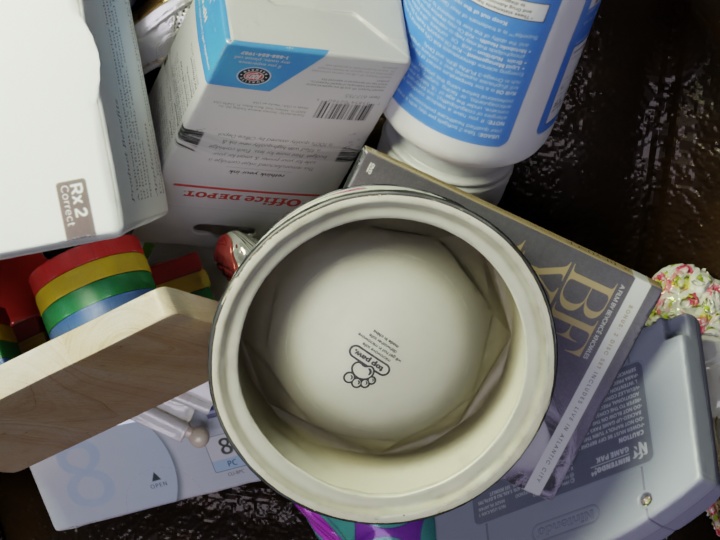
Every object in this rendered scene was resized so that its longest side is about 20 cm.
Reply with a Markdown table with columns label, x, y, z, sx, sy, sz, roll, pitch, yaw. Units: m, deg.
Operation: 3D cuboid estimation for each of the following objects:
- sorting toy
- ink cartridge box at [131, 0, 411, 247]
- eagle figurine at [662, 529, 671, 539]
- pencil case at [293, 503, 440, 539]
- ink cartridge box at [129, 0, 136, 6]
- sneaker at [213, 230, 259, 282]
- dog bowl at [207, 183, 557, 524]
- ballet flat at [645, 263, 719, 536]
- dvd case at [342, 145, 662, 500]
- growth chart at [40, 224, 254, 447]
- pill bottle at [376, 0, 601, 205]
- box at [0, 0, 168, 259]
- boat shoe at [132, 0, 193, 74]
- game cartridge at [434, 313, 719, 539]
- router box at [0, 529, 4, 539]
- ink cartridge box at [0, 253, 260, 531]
| label | x | y | z | sx | sy | sz | roll | pitch | yaw |
| --- | --- | --- | --- | --- | --- | --- | --- | --- | --- |
| sorting toy | -0.173 | 0.046 | 1.693 | 0.198 | 0.200 | 0.070 | -26 | 77 | 13 |
| ink cartridge box | -0.060 | -0.094 | 1.680 | 0.115 | 0.068 | 0.200 | 5 | 145 | -22 |
| eagle figurine | 0.167 | 0.218 | 1.806 | 0.151 | 0.151 | 0.201 | -12 | 123 | 25 |
| pencil case | 0.032 | 0.203 | 1.809 | 0.201 | 0.092 | 0.085 | 61 | 149 | 3 |
| ink cartridge box | -0.247 | -0.165 | 1.726 | 0.199 | 0.068 | 0.115 | -27 | 106 | 19 |
| sneaker | 0.000 | 0.000 | 1.739 | 0.199 | 0.078 | 0.083 | 12 | 102 | -31 |
| dog bowl | 0.011 | 0.040 | 1.635 | 0.199 | 0.074 | 0.201 | -1 | 109 | -3 |
| ballet flat | 0.229 | 0.092 | 1.769 | 0.075 | 0.064 | 0.201 | -19 | 109 | 14 |
| dvd case | 0.059 | 0.033 | 1.682 | 0.199 | 0.016 | 0.149 | 24 | 104 | -11 |
| growth chart | -0.110 | 0.009 | 1.781 | 0.144 | 0.018 | 0.200 | 34 | 100 | 1 |
| pill bottle | 0.072 | -0.132 | 1.660 | 0.112 | 0.112 | 0.201 | 19 | 127 | 0 |
| box | -0.230 | -0.104 | 1.610 | 0.199 | 0.131 | 0.200 | -10 | 93 | 8 |
| boat shoe | -0.093 | -0.146 | 1.709 | 0.200 | 0.071 | 0.069 | -35 | 103 | 20 |
| game cartridge | 0.130 | 0.119 | 1.741 | 0.199 | 0.134 | 0.040 | -23 | 144 | 33 |
| router box | -0.300 | 0.262 | 1.927 | 0.149 | 0.062 | 0.201 | -9 | 112 | 12 |
| ink cartridge box | -0.154 | 0.057 | 1.822 | 0.159 | 0.047 | 0.201 | -15 | 112 | 14 |
